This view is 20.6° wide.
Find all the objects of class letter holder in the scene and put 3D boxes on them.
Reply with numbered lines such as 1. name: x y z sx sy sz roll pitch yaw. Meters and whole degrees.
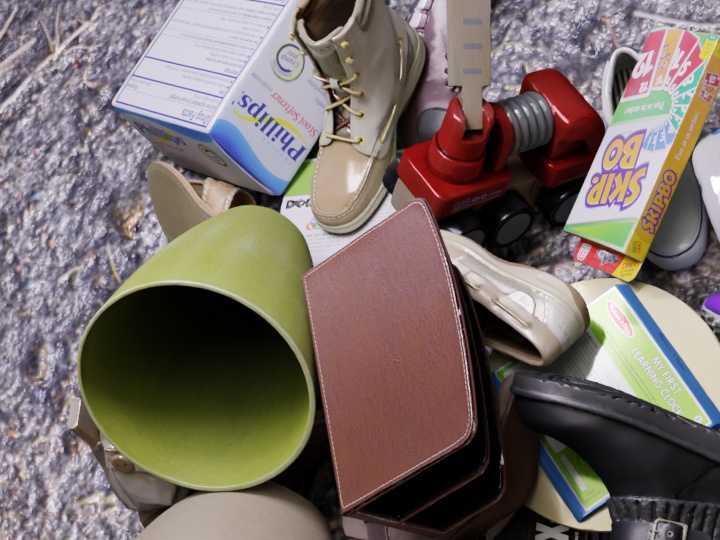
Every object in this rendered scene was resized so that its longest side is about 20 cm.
1. letter holder: 0.051 0.068 1.440 0.142 0.100 0.202 -35 52 34

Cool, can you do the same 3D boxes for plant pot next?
1. plant pot: -0.092 0.242 1.552 0.198 0.201 0.135 8 56 27
2. plant pot: -0.103 0.038 1.561 0.185 0.189 0.201 -10 28 19

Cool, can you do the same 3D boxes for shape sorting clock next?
1. shape sorting clock: 0.189 0.103 1.527 0.198 0.039 0.202 -6 71 17

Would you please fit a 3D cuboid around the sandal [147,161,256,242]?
1. sandal: -0.120 -0.041 1.782 0.069 0.078 0.212 -13 31 -25

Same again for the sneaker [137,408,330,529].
1. sneaker: -0.089 0.188 1.656 0.199 0.070 0.076 -30 73 14

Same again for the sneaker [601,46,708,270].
1. sneaker: 0.234 -0.095 1.640 0.072 0.071 0.202 -22 58 13

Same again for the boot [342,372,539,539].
1. boot: 0.055 0.172 1.513 0.145 0.070 0.202 4 77 37

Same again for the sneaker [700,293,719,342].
1. sneaker: 0.363 0.044 1.516 0.199 0.070 0.100 22 74 23

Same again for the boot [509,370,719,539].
1. boot: 0.188 0.173 1.443 0.209 0.079 0.159 21 92 5

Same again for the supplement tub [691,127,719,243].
1. supplement tub: 0.368 -0.075 1.535 0.198 0.132 0.133 -20 58 14

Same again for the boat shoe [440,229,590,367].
1. boat shoe: 0.082 0.023 1.543 0.199 0.073 0.065 21 54 37

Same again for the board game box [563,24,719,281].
1. board game box: 0.225 -0.094 1.568 0.095 0.030 0.202 26 95 63

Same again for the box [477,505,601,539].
1. box: 0.111 0.194 1.563 0.158 0.049 0.202 -2 64 21

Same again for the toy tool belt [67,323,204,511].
1. toy tool belt: -0.164 0.095 1.652 0.124 0.123 0.201 -14 33 40

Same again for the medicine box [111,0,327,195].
1. medicine box: -0.099 -0.188 1.785 0.182 0.103 0.201 19 74 54

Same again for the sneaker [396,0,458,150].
1. sneaker: 0.088 -0.178 1.756 0.115 0.076 0.201 30 90 28

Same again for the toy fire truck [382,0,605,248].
1. toy fire truck: 0.115 -0.132 1.606 0.175 0.201 0.129 -19 57 -30

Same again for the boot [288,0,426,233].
1. boot: -0.016 -0.148 1.653 0.071 0.155 0.202 11 72 25

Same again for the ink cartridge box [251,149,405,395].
1. ink cartridge box: 0.000 0.000 1.698 0.146 0.076 0.202 -5 54 22
